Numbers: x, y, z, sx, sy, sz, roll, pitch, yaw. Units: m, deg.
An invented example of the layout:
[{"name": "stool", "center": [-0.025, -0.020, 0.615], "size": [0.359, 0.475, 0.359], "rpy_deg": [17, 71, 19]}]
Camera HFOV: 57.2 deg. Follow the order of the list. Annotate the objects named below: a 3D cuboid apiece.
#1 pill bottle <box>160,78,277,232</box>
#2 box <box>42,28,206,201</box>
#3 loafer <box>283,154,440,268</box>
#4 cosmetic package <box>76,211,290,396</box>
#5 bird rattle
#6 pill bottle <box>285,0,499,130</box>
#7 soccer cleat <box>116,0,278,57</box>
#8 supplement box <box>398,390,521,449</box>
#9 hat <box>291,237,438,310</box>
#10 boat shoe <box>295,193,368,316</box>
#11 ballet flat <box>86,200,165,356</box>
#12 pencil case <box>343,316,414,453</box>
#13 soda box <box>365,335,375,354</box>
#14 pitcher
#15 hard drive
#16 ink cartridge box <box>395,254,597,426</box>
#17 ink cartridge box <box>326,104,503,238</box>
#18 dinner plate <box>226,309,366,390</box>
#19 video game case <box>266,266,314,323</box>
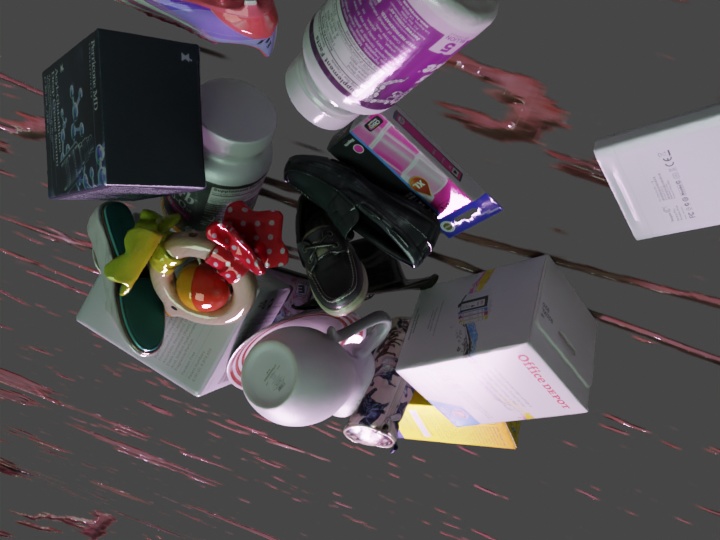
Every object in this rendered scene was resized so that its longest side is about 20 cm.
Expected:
[{"name": "pill bottle", "center": [-0.171, -0.125, 0.794], "size": [0.116, 0.116, 0.200], "rpy_deg": [27, 142, -6]}, {"name": "box", "center": [-0.262, -0.155, 0.717], "size": [0.107, 0.149, 0.200], "rpy_deg": [-4, -177, -40]}, {"name": "loafer", "center": [-0.006, -0.070, 0.762], "size": [0.200, 0.070, 0.068], "rpy_deg": [28, 157, 7]}, {"name": "cosmetic package", "center": [-0.237, 0.045, 0.916], "size": [0.200, 0.167, 0.167], "rpy_deg": [30, -177, 7]}, {"name": "bird rattle", "center": [-0.179, -0.006, 0.771], "size": [0.200, 0.113, 0.163], "rpy_deg": [-1, 130, 3]}, {"name": "pill bottle", "center": [0.018, -0.212, 0.598], "size": [0.112, 0.112, 0.200], "rpy_deg": [39, 140, -19]}, {"name": "soccer cleat", "center": [-0.179, -0.269, 0.673], "size": [0.200, 0.067, 0.077], "rpy_deg": [14, 146, 8]}, {"name": "supplement box", "center": [0.142, 0.193, 1.020], "size": [0.200, 0.109, 0.110], "rpy_deg": [-3, 136, 29]}, {"name": "hat", "center": [0.000, 0.000, 0.876], "size": [0.200, 0.081, 0.201], "rpy_deg": [-10, 174, -1]}, {"name": "boat shoe", "center": [-0.045, -0.026, 0.795], "size": [0.072, 0.200, 0.065], "rpy_deg": [-28, 130, 9]}, {"name": "ballet flat", "center": [-0.292, 0.014, 0.815], "size": [0.069, 0.069, 0.200], "rpy_deg": [-26, 78, 45]}, {"name": "pencil case", "center": [0.048, 0.159, 0.961], "size": [0.078, 0.200, 0.089], "rpy_deg": [39, 148, -25]}, {"name": "soda box", "center": [0.033, 0.195, 1.115], "size": [0.068, 0.064, 0.200], "rpy_deg": [2, 137, 25]}, {"name": "pitcher", "center": [-0.046, 0.115, 0.840], "size": [0.121, 0.172, 0.200], "rpy_deg": [38, -171, 28]}, {"name": "hard drive", "center": [0.347, -0.100, 0.634], "size": [0.200, 0.027, 0.132], "rpy_deg": [-12, 130, 38]}, {"name": "ink cartridge box", "center": [0.180, 0.097, 0.856], "size": [0.200, 0.145, 0.147], "rpy_deg": [-18, 127, 40]}, {"name": "ink cartridge box", "center": [0.065, -0.106, 0.766], "size": [0.200, 0.037, 0.095], "rpy_deg": [38, 141, -21]}, {"name": "dinner plate", "center": [-0.088, 0.107, 0.910], "size": [0.200, 0.024, 0.200], "rpy_deg": [-19, 147, -13]}, {"name": "video game case", "center": [-0.154, 0.080, 1.008], "size": [0.200, 0.026, 0.181], "rpy_deg": [16, 97, 8]}]
